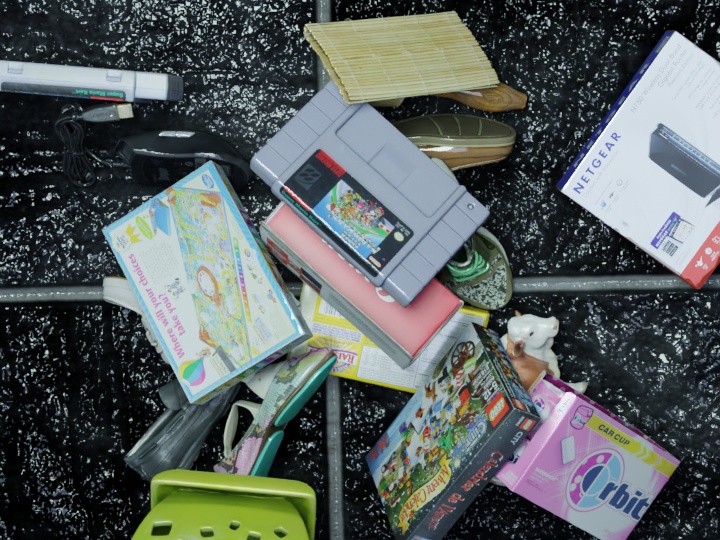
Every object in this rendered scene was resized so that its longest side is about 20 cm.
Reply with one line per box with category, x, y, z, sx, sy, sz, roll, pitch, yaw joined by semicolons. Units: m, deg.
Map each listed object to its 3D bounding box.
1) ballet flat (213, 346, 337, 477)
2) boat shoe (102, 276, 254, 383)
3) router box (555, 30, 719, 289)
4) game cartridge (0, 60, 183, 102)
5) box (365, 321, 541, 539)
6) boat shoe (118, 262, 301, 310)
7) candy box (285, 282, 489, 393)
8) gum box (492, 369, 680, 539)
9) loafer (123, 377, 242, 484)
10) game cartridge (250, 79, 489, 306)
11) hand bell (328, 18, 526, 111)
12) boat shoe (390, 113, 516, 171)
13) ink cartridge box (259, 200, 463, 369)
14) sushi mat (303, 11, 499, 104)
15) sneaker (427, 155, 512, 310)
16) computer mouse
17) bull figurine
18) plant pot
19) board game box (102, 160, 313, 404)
ballet flat;-0.100;0.150;1.596;0.071;0.069;0.200;36;110;16
boat shoe;-0.189;0.061;1.555;0.199;0.071;0.070;20;87;25
router box;0.331;-0.113;1.562;0.179;0.049;0.200;34;98;-5
game cartridge;-0.283;-0.187;1.516;0.199;0.130;0.039;5;100;0
box;0.090;0.171;1.545;0.038;0.137;0.200;22;116;-30
boat shoe;-0.151;-0.003;1.573;0.199;0.074;0.066;20;102;-3
candy box;0.029;0.071;1.608;0.199;0.026;0.103;13;102;-1
gum box;0.222;0.193;1.554;0.200;0.066;0.114;32;95;-38
loafer;-0.178;0.138;1.599;0.070;0.068;0.201;30;101;-12
game cartridge;0.008;-0.075;1.432;0.200;0.038;0.130;42;64;3
hand bell;0.074;-0.187;1.545;0.199;0.104;0.105;8;100;-12
boat shoe;0.059;-0.117;1.560;0.199;0.072;0.068;-1;115;1
ink cartridge box;0.000;0.000;1.501;0.200;0.176;0.084;41;84;2
sushi mat;0.043;-0.209;1.489;0.096;0.199;0.012;60;139;21
sneaker;0.097;-0.018;1.540;0.077;0.089;0.200;-29;125;14
computer mouse;-0.209;-0.134;1.535;0.199;0.141;0.046;2;61;4
bull figurine;0.167;0.139;1.595;0.121;0.065;0.200;29;103;-13
plant pot;-0.139;0.320;1.552;0.198;0.182;0.201;5;135;1
board game box;-0.152;0.012;1.502;0.134;0.034;0.201;-31;77;8
